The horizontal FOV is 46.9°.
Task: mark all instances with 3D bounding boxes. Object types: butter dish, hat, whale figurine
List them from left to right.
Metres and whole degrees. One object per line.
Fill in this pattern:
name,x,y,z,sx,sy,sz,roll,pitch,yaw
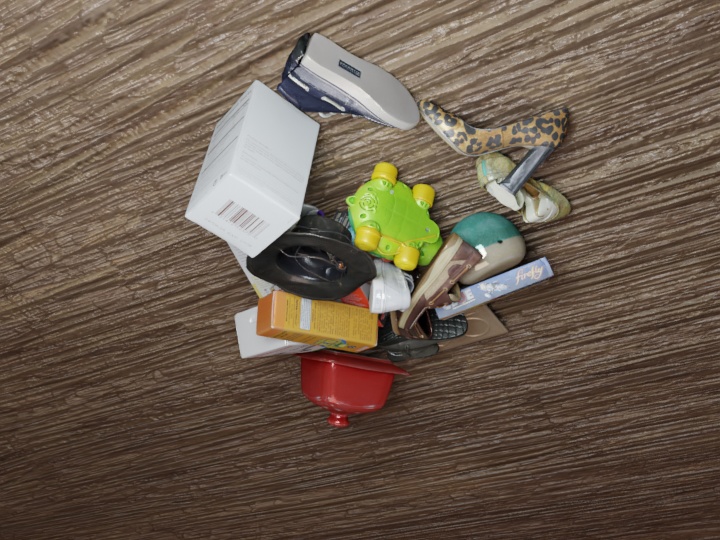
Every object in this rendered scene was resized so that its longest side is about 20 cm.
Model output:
hat,-0.070,-0.033,1.234,0.200,0.081,0.201,5,153,3
butter dish,-0.033,0.236,1.647,0.199,0.148,0.200,13,175,-27
whale figurine,0.189,-0.032,1.389,0.159,0.104,0.200,-21,171,-18

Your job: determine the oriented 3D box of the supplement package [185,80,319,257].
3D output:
supplement package,-0.147,-0.143,1.162,0.117,0.200,0.117,32,134,-25

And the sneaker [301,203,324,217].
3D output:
sneaker,-0.075,-0.045,1.402,0.200,0.073,0.114,29,133,-30

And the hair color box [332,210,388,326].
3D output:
hair color box,0.000,0.000,1.420,0.061,0.102,0.200,7,148,29

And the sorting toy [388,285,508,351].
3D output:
sorting toy,0.164,0.093,1.599,0.185,0.037,0.200,-19,142,27

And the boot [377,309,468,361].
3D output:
boot,0.123,0.123,1.568,0.199,0.068,0.131,-9,153,24

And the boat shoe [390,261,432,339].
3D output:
boat shoe,0.085,0.033,1.446,0.070,0.070,0.201,12,130,38

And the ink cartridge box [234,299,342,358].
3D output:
ink cartridge box,-0.103,0.100,1.498,0.200,0.084,0.145,-2,167,-42

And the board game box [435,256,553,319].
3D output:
board game box,0.224,0.033,1.415,0.199,0.035,0.135,-21,173,6

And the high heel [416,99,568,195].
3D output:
high heel,0.191,-0.219,1.183,0.200,0.071,0.143,36,103,-10

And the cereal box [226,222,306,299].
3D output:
cereal box,-0.147,-0.048,1.338,0.144,0.040,0.200,-13,113,38

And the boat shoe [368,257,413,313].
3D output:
boat shoe,0.050,0.023,1.309,0.068,0.072,0.200,6,-174,0

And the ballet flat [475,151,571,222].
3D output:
ballet flat,0.254,-0.113,1.289,0.200,0.071,0.071,30,136,-31

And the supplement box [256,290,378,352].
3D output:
supplement box,-0.069,0.087,1.377,0.199,0.069,0.066,10,159,-29

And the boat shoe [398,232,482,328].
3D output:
boat shoe,0.125,0.031,1.311,0.072,0.072,0.200,30,125,-1

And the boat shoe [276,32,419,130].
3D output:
boat shoe,-0.020,-0.241,1.145,0.200,0.075,0.093,31,142,-20

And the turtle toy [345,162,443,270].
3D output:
turtle toy,0.056,-0.069,1.318,0.200,0.146,0.101,26,159,-26
